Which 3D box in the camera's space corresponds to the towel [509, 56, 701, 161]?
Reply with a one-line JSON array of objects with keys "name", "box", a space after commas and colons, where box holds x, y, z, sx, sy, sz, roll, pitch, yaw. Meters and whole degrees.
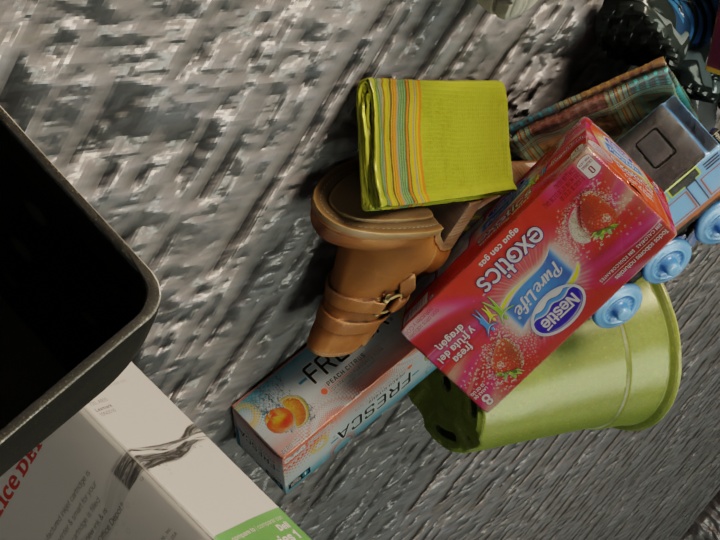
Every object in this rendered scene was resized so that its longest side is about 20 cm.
[{"name": "towel", "box": [0.199, -0.110, 1.433, 0.146, 0.022, 0.200, -24, 163, 13]}]

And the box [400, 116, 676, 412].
[{"name": "box", "box": [0.131, -0.005, 1.311, 0.200, 0.095, 0.100, -45, -171, 17]}]

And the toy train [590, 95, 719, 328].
[{"name": "toy train", "box": [0.216, -0.040, 1.399, 0.200, 0.087, 0.114, -40, 139, 9]}]

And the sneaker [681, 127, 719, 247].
[{"name": "sneaker", "box": [0.311, -0.086, 1.703, 0.116, 0.080, 0.199, -57, 164, 16]}]

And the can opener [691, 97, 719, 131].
[{"name": "can opener", "box": [0.320, -0.177, 1.577, 0.067, 0.053, 0.200, -44, 158, -7]}]

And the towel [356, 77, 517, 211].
[{"name": "towel", "box": [0.056, -0.089, 1.217, 0.199, 0.018, 0.087, -10, 99, -58]}]

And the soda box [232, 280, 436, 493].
[{"name": "soda box", "box": [-0.007, 0.082, 1.400, 0.200, 0.064, 0.069, -38, 155, -20]}]

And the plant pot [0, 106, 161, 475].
[{"name": "plant pot", "box": [-0.216, 0.029, 0.755, 0.200, 0.200, 0.178, -41, 169, -15]}]

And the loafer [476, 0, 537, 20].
[{"name": "loafer", "box": [0.113, -0.236, 1.069, 0.070, 0.070, 0.200, -40, 166, -29]}]

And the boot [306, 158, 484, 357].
[{"name": "boot", "box": [0.000, 0.000, 1.262, 0.199, 0.074, 0.155, -7, 140, -55]}]

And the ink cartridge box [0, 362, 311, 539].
[{"name": "ink cartridge box", "box": [-0.142, 0.171, 1.117, 0.147, 0.200, 0.084, -55, 160, 24]}]

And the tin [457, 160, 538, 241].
[{"name": "tin", "box": [0.134, -0.041, 1.429, 0.199, 0.042, 0.112, -4, 143, -41]}]

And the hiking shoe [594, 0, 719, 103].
[{"name": "hiking shoe", "box": [0.239, -0.200, 1.390, 0.200, 0.074, 0.087, 25, 79, -63]}]

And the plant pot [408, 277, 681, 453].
[{"name": "plant pot", "box": [0.143, 0.072, 1.539, 0.189, 0.201, 0.201, -17, 146, -29]}]

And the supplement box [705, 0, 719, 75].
[{"name": "supplement box", "box": [0.366, -0.236, 1.368, 0.103, 0.130, 0.201, 84, 30, -62]}]
